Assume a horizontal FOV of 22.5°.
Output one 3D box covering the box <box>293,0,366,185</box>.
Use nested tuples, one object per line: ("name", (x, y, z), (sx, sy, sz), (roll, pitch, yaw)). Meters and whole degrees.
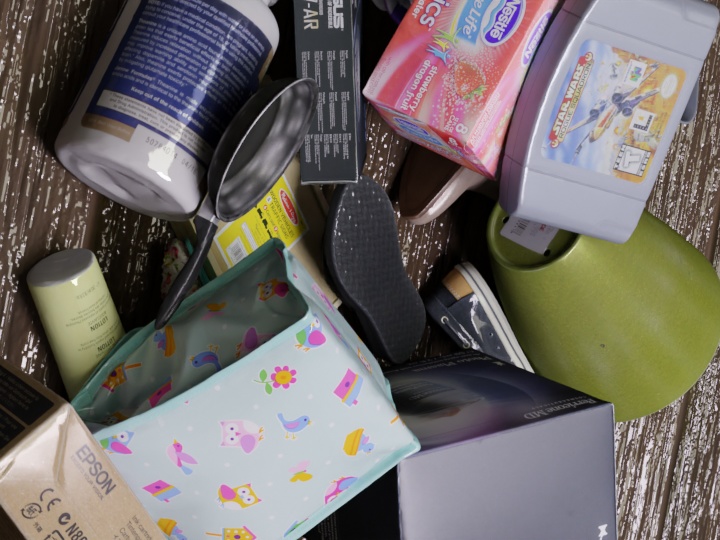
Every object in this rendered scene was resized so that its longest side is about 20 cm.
("box", (-0.022, -0.173, 1.350), (0.160, 0.043, 0.202), (-76, 164, -80))

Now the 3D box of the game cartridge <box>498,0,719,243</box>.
("game cartridge", (0.185, -0.125, 1.384), (0.132, 0.041, 0.202), (10, 107, -35))

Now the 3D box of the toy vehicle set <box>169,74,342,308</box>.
("toy vehicle set", (-0.079, -0.033, 1.391), (0.124, 0.026, 0.201), (-45, 126, -32))

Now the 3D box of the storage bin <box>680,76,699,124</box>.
("storage bin", (0.203, -0.197, 1.524), (0.145, 0.134, 0.201), (34, 51, -33))

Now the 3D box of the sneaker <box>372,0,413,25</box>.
("sneaker", (0.058, -0.244, 1.462), (0.200, 0.072, 0.115), (18, 84, -55))

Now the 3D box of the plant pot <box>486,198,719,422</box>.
("plant pot", (0.189, 0.005, 1.544), (0.200, 0.186, 0.188), (42, 67, -49))

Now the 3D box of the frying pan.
("frying pan", (-0.085, -0.054, 1.248), (0.191, 0.031, 0.115), (-61, 166, 21))

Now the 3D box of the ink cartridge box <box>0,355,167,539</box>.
("ink cartridge box", (-0.203, 0.152, 1.185), (0.075, 0.164, 0.201), (-41, 125, -18))

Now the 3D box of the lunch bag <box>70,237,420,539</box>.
("lunch bag", (-0.087, 0.104, 1.266), (0.199, 0.122, 0.171), (-34, 127, 7))

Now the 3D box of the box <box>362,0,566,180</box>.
("box", (0.101, -0.187, 1.396), (0.201, 0.102, 0.095), (-60, 157, -5))

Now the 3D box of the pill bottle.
("pill bottle", (-0.124, -0.146, 1.267), (0.111, 0.110, 0.201), (38, 69, -42))

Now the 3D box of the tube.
("tube", (-0.181, 0.081, 1.291), (0.057, 0.052, 0.201), (-14, 118, 2))

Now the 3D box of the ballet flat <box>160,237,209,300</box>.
("ballet flat", (-0.110, 0.070, 1.351), (0.064, 0.076, 0.201), (-28, 115, -2))

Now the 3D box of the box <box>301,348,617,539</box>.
("box", (0.065, 0.152, 1.414), (0.198, 0.198, 0.125), (-11, 107, -29))

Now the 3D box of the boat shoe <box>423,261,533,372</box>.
("boat shoe", (0.113, 0.086, 1.578), (0.062, 0.075, 0.201), (-32, 116, -5))

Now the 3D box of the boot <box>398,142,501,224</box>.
("boot", (0.117, -0.089, 1.558), (0.146, 0.070, 0.201), (47, 64, -42))

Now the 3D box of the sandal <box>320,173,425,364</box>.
("sandal", (0.000, 0.001, 1.433), (0.076, 0.048, 0.201), (-53, 145, -28))
